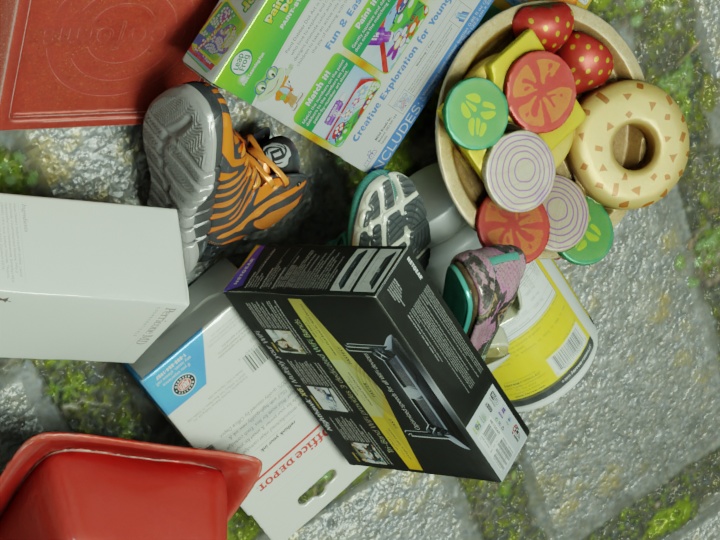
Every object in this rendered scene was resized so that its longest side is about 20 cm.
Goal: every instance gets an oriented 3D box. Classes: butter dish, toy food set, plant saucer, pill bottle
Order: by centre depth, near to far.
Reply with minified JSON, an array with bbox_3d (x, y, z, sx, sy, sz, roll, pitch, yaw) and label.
[{"bbox_3d":[-0.169,-0.169,1.279,0.198,0.037,0.201,-5,138,-26],"label":"plant saucer"},{"bbox_3d":[-0.184,0.228,1.378,0.199,0.148,0.200,11,133,-30],"label":"butter dish"},{"bbox_3d":[0.144,-0.101,1.396,0.198,0.049,0.200,-43,111,-17],"label":"toy food set"},{"bbox_3d":[0.101,0.011,1.495,0.112,0.112,0.200,-41,120,-8],"label":"pill bottle"}]

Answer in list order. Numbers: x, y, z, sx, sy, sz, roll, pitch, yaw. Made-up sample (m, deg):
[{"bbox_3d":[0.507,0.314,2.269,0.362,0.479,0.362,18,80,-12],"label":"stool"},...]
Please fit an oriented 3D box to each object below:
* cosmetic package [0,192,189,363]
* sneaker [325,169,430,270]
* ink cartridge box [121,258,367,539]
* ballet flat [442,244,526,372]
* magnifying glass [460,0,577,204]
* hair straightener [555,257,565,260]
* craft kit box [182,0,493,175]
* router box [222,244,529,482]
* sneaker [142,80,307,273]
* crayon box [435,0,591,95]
[{"bbox_3d":[-0.233,0.006,1.307,0.199,0.113,0.082,5,62,-27],"label":"cosmetic package"},{"bbox_3d":[0.000,0.000,1.426,0.077,0.080,0.201,-31,146,-31],"label":"sneaker"},{"bbox_3d":[-0.087,0.106,1.459,0.116,0.068,0.200,-40,122,-9],"label":"ink cartridge box"},{"bbox_3d":[0.085,0.044,1.404,0.071,0.069,0.200,-15,153,-21],"label":"ballet flat"},{"bbox_3d":[0.128,-0.135,1.422,0.079,0.022,0.201,23,83,-26],"label":"magnifying glass"},{"bbox_3d":[0.170,-0.112,1.484,0.077,0.041,0.201,41,59,-44],"label":"hair straightener"},{"bbox_3d":[-0.002,-0.186,1.314,0.201,0.048,0.197,-56,143,5],"label":"craft kit box"},{"bbox_3d":[0.013,0.068,1.373,0.052,0.157,0.200,-55,128,-30],"label":"router box"},{"bbox_3d":[-0.095,-0.085,1.350,0.112,0.078,0.200,-28,159,-24],"label":"sneaker"},{"bbox_3d":[0.112,-0.222,1.449,0.125,0.052,0.201,31,92,-33],"label":"crayon box"}]
